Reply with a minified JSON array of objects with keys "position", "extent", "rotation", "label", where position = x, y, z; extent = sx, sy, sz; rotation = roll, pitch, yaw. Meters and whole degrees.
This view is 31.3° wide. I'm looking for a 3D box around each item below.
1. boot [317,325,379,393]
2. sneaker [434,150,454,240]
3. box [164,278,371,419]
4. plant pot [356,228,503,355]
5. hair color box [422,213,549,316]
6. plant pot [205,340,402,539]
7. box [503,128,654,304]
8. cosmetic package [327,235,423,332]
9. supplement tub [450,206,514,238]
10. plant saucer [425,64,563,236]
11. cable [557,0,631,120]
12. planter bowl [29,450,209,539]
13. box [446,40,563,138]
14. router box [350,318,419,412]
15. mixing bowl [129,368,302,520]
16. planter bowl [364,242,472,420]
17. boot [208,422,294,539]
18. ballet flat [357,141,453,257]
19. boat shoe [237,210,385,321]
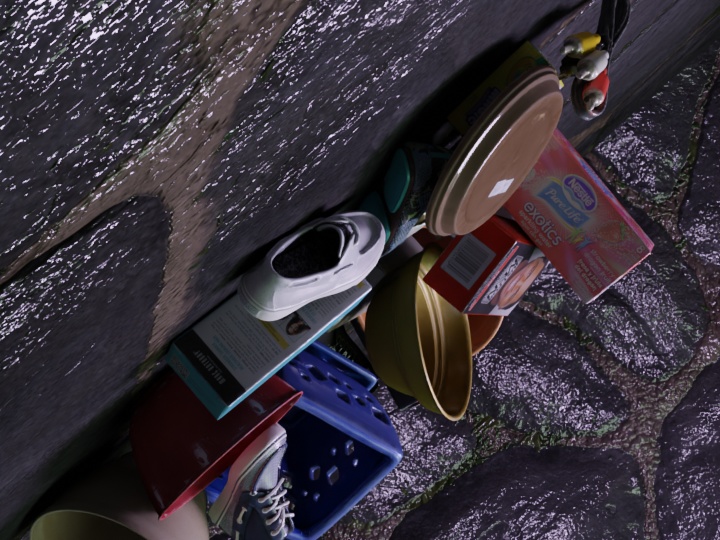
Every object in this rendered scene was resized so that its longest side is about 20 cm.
[{"position":[-0.028,0.113,1.799],"extent":[0.077,0.138,0.200],"rotation":[-41,172,7],"label":"boot"},{"position":[0.089,-0.096,1.392],"extent":[0.076,0.081,0.200],"rotation":[-25,168,-10],"label":"sneaker"},{"position":[-0.088,0.051,1.260],"extent":[0.200,0.082,0.049],"rotation":[-39,174,-28],"label":"box"},{"position":[0.094,0.008,1.711],"extent":[0.200,0.200,0.140],"rotation":[-44,-169,20],"label":"plant pot"},{"position":[0.149,-0.006,1.445],"extent":[0.102,0.061,0.200],"rotation":[-53,163,11],"label":"hair color box"},{"position":[-0.088,0.189,1.594],"extent":[0.200,0.200,0.180],"rotation":[-45,-150,24],"label":"plant pot"},{"position":[0.228,-0.072,1.440],"extent":[0.095,0.200,0.103],"rotation":[-40,174,15],"label":"box"},{"position":[0.000,0.000,1.511],"extent":[0.104,0.073,0.200],"rotation":[-45,172,18],"label":"cosmetic package"},{"position":[0.175,-0.109,1.621],"extent":[0.123,0.123,0.200],"rotation":[-45,173,27],"label":"supplement tub"},{"position":[0.137,-0.111,1.259],"extent":[0.200,0.029,0.200],"rotation":[-47,163,-19],"label":"plant saucer"},{"position":[0.259,-0.230,1.344],"extent":[0.050,0.097,0.200],"rotation":[-6,-150,41],"label":"cable"},{"position":[-0.255,0.291,1.463],"extent":[0.200,0.200,0.135],"rotation":[-48,-170,43],"label":"planter bowl"},{"position":[0.154,-0.180,1.360],"extent":[0.117,0.048,0.200],"rotation":[-43,176,10],"label":"box"},{"position":[0.037,0.103,1.832],"extent":[0.062,0.200,0.150],"rotation":[-29,174,-2],"label":"router box"},{"position":[-0.169,0.156,1.357],"extent":[0.200,0.108,0.200],"rotation":[-41,175,-5],"label":"mixing bowl"},{"position":[0.058,0.073,1.444],"extent":[0.083,0.201,0.200],"rotation":[-8,-174,20],"label":"planter bowl"},{"position":[-0.103,0.253,1.446],"extent":[0.073,0.090,0.200],"rotation":[-38,165,-38],"label":"boot"},{"position":[0.048,-0.068,1.308],"extent":[0.074,0.074,0.200],"rotation":[-39,175,-26],"label":"ballet flat"},{"position":[-0.035,-0.020,1.220],"extent":[0.200,0.072,0.069],"rotation":[-23,163,-45],"label":"boat shoe"}]
